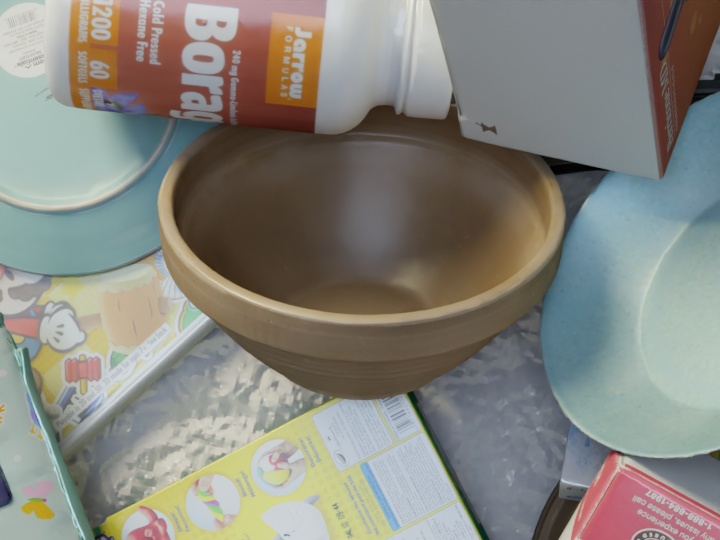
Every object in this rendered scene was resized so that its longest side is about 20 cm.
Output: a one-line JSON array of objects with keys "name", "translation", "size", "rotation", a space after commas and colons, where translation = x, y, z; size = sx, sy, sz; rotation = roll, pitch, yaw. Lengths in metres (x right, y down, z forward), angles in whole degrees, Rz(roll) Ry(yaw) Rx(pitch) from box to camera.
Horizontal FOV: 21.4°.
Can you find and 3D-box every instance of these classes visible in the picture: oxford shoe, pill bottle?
[{"name": "oxford shoe", "translation": [0.179, -0.060, 0.973], "size": [0.200, 0.073, 0.085], "rotation": [8, 89, 21]}, {"name": "pill bottle", "translation": [-0.051, -0.127, 0.954], "size": [0.200, 0.112, 0.112], "rotation": [6, 86, -1]}]

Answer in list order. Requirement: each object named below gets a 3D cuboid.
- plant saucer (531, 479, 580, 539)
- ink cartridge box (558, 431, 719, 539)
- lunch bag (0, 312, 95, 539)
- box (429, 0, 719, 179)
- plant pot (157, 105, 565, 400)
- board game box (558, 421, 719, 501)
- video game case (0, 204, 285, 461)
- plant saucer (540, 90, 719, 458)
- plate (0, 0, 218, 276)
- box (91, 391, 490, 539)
[{"name": "plant saucer", "translation": [0.183, 0.166, 0.971], "size": [0.200, 0.029, 0.200], "rotation": [-1, 86, 8]}, {"name": "ink cartridge box", "translation": [0.140, 0.193, 0.900], "size": [0.146, 0.085, 0.200], "rotation": [29, 108, 5]}, {"name": "lunch bag", "translation": [-0.239, 0.130, 0.985], "size": [0.200, 0.122, 0.171], "rotation": [-25, 82, 15]}, {"name": "box", "translation": [0.119, -0.172, 0.909], "size": [0.106, 0.152, 0.200], "rotation": [14, 64, 20]}, {"name": "plant pot", "translation": [0.000, 0.000, 0.959], "size": [0.201, 0.201, 0.093], "rotation": [8, 126, 9]}, {"name": "board game box", "translation": [0.208, 0.063, 0.949], "size": [0.200, 0.034, 0.135], "rotation": [9, 72, 8]}, {"name": "video game case", "translation": [-0.171, -0.008, 1.043], "size": [0.200, 0.023, 0.182], "rotation": [-42, 80, 3]}, {"name": "plant saucer", "translation": [0.174, 0.003, 0.881], "size": [0.201, 0.039, 0.201], "rotation": [-28, 43, 30]}, {"name": "plate", "translation": [-0.160, -0.097, 1.027], "size": [0.200, 0.026, 0.201], "rotation": [-1, 85, 8]}, {"name": "box", "translation": [-0.042, 0.147, 0.998], "size": [0.200, 0.048, 0.117], "rotation": [-27, 82, 3]}]
